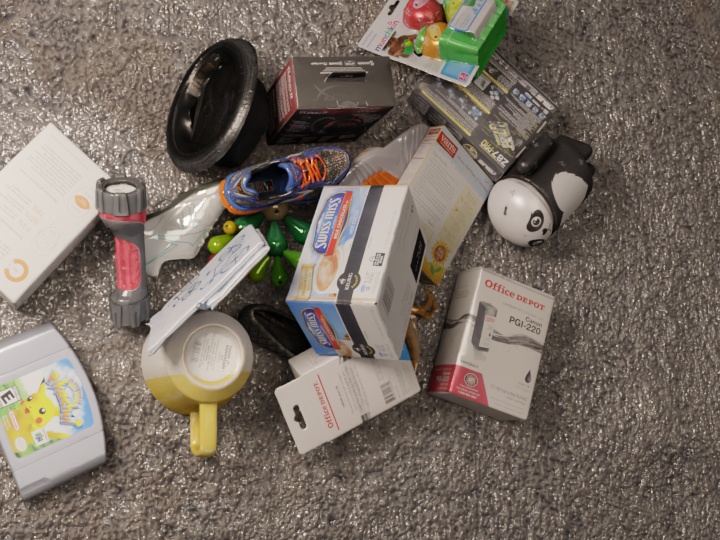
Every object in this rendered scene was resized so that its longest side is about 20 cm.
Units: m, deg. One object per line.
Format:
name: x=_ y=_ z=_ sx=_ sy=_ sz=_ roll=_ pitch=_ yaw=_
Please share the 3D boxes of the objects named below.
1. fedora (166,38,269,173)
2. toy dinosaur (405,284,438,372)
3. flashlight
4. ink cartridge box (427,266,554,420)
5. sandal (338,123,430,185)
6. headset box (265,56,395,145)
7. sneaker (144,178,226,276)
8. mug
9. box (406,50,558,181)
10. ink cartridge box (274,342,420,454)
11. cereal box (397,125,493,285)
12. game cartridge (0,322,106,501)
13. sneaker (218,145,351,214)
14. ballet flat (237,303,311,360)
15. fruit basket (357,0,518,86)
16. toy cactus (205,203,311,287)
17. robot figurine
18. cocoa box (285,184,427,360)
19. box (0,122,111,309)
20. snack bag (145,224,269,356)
fedora: x=-0.187 y=-0.221 z=1.218 sx=0.091 sy=0.198 sz=0.204 roll=25 pitch=72 yaw=-46
toy dinosaur: x=0.070 y=0.074 z=1.317 sx=0.105 sy=0.060 sz=0.202 roll=-28 pitch=95 yaw=8
flashlight: x=-0.308 y=-0.020 z=1.121 sx=0.066 sy=0.068 sz=0.203 roll=-3 pitch=118 yaw=-18
ink cartridge box: x=0.204 y=0.114 z=1.336 sx=0.143 sy=0.085 sz=0.204 roll=21 pitch=74 yaw=-16
sandal: x=0.033 y=-0.156 z=1.326 sx=0.206 sy=0.059 sz=0.080 roll=-39 pitch=118 yaw=-30
headset box: x=-0.046 y=-0.244 z=1.231 sx=0.146 sy=0.200 sz=0.077 roll=-6 pitch=84 yaw=-20
sneaker: x=-0.241 y=-0.065 z=1.212 sx=0.199 sy=0.070 sz=0.081 roll=-33 pitch=107 yaw=-17
mug: x=-0.200 y=0.132 z=1.147 sx=0.148 sy=0.153 sz=0.188 roll=-33 pitch=95 yaw=-21
box: x=0.198 y=-0.269 z=1.390 sx=0.199 sy=0.049 sz=0.162 roll=42 pitch=69 yaw=0
ink cartridge box: x=-0.026 y=0.159 z=1.228 sx=0.197 sy=0.068 sz=0.118 roll=-26 pitch=112 yaw=-14
cereal box: x=0.115 y=-0.100 z=1.335 sx=0.144 sy=0.039 sz=0.202 roll=43 pitch=68 yaw=-31
game cartridge: x=-0.414 y=0.179 z=1.126 sx=0.132 sy=0.040 sz=0.203 roll=-23 pitch=91 yaw=-25
sneaker: x=-0.095 y=-0.126 z=1.195 sx=0.197 sy=0.078 sz=0.077 roll=-23 pitch=94 yaw=-25
ballet flat: x=-0.086 y=0.102 z=1.242 sx=0.197 sy=0.057 sz=0.068 roll=21 pitch=75 yaw=-21
fruit basket: x=0.121 y=-0.390 z=1.345 sx=0.198 sy=0.094 sz=0.187 roll=27 pitch=68 yaw=16
toy cactus: x=-0.126 y=-0.060 z=1.243 sx=0.196 sy=0.102 sz=0.168 roll=-2 pitch=73 yaw=-12
robot figurine: x=0.293 y=-0.128 z=1.379 sx=0.200 sy=0.125 sz=0.151 roll=-43 pitch=98 yaw=-20
cocoa box: x=0.000 y=0.000 z=1.173 sx=0.129 sy=0.134 sz=0.203 roll=2 pitch=54 yaw=21
box: x=-0.426 y=-0.068 z=1.122 sx=0.124 sy=0.097 sz=0.201 roll=42 pitch=70 yaw=-10
snack bag: x=-0.196 y=0.023 z=1.095 sx=0.200 sy=0.188 sz=0.021 roll=-44 pitch=106 yaw=-3
